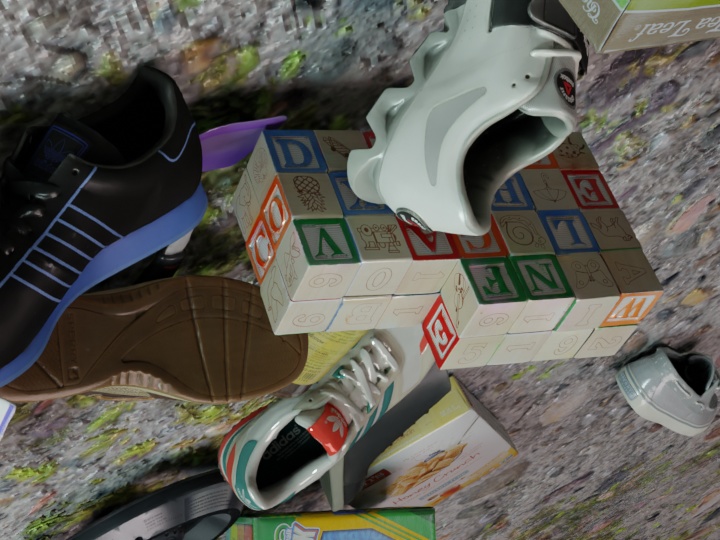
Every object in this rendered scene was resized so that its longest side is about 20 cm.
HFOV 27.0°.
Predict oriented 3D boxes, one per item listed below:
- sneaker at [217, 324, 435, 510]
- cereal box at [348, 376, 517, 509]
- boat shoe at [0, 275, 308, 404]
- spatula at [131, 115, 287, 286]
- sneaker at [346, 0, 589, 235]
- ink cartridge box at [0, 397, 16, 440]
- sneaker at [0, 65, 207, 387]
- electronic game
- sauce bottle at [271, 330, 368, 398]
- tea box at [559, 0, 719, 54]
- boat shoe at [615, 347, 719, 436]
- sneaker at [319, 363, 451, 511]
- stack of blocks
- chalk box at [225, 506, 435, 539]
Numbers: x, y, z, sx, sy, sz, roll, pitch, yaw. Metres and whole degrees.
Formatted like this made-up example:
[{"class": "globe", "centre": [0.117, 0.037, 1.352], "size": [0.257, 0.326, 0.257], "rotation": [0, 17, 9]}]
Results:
[{"class": "sneaker", "centre": [-0.009, 0.089, 1.001], "size": [0.200, 0.070, 0.093], "rotation": [-41, -166, -2]}, {"class": "cereal box", "centre": [0.054, 0.167, 1.333], "size": [0.143, 0.040, 0.200], "rotation": [-32, 156, 7]}, {"class": "boat shoe", "centre": [-0.128, 0.040, 0.840], "size": [0.199, 0.073, 0.072], "rotation": [-4, -178, -28]}, {"class": "spatula", "centre": [-0.100, -0.024, 0.815], "size": [0.056, 0.021, 0.200], "rotation": [-13, 152, -36]}, {"class": "sneaker", "centre": [0.081, -0.104, 0.711], "size": [0.074, 0.088, 0.201], "rotation": [26, 93, -52]}, {"class": "ink cartridge box", "centre": [-0.265, 0.087, 0.611], "size": [0.199, 0.043, 0.199], "rotation": [26, 107, -11]}, {"class": "sneaker", "centre": [-0.149, -0.018, 0.672], "size": [0.200, 0.070, 0.078], "rotation": [-43, 144, -34]}, {"class": "electronic game", "centre": [-0.174, 0.209, 1.160], "size": [0.199, 0.042, 0.200], "rotation": [-27, 164, -8]}, {"class": "sauce bottle", "centre": [0.000, 0.000, 0.918], "size": [0.064, 0.065, 0.200], "rotation": [1, 143, -49]}, {"class": "tea box", "centre": [0.176, -0.210, 0.612], "size": [0.199, 0.134, 0.197], "rotation": [-12, 146, -33]}, {"class": "boat shoe", "centre": [0.328, 0.117, 1.505], "size": [0.071, 0.070, 0.200], "rotation": [-36, 153, 23]}, {"class": "sneaker", "centre": [0.014, 0.117, 1.145], "size": [0.106, 0.075, 0.200], "rotation": [-20, 153, -13]}, {"class": "stack of blocks", "centre": [0.045, -0.012, 0.784], "size": [0.199, 0.116, 0.059], "rotation": [-2, 143, -27]}, {"class": "chalk box", "centre": [-0.047, 0.259, 1.233], "size": [0.199, 0.125, 0.124], "rotation": [1, 172, -17]}]
